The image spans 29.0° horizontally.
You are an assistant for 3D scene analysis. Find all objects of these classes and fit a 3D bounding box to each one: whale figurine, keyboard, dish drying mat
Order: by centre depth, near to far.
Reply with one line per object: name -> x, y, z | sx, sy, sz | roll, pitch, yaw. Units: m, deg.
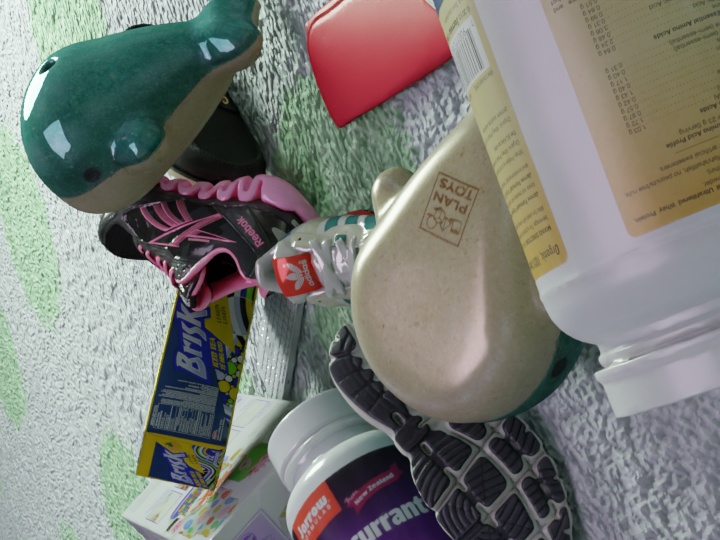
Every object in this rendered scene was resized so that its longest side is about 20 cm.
whale figurine -> 0.075, -0.020, 0.733 | 0.158, 0.103, 0.202 | 26, 106, 42
dish drying mat -> 0.013, -0.146, 0.848 | 0.200, 0.018, 0.078 | -20, 88, 65
whale figurine -> -0.160, -0.134, 0.994 | 0.104, 0.199, 0.160 | 42, -157, -30
keyboard -> -0.064, 0.033, 1.119 | 0.056, 0.011, 0.201 | 54, 148, 35

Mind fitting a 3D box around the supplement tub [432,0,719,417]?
supplement tub -> 0.120, -0.058, 0.536 | 0.144, 0.143, 0.202 | -33, 75, 64

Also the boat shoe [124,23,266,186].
boat shoe -> -0.137, -0.127, 1.100 | 0.201, 0.073, 0.064 | 46, 136, 37

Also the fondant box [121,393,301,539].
fondant box -> -0.094, 0.171, 1.099 | 0.058, 0.144, 0.200 | 49, 160, -16

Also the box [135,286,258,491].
box -> -0.121, 0.063, 1.079 | 0.070, 0.064, 0.201 | 110, 171, -51

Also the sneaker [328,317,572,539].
sneaker -> 0.062, 0.103, 0.855 | 0.200, 0.077, 0.080 | 51, -176, 24

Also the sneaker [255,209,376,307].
sneaker -> 0.000, 0.000, 0.874 | 0.199, 0.093, 0.071 | 5, 110, 63

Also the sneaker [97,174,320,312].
sneaker -> -0.127, -0.016, 1.034 | 0.198, 0.096, 0.079 | -2, 150, 36

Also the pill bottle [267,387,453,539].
pill bottle -> 0.018, 0.177, 0.919 | 0.201, 0.110, 0.112 | 54, 148, 34
